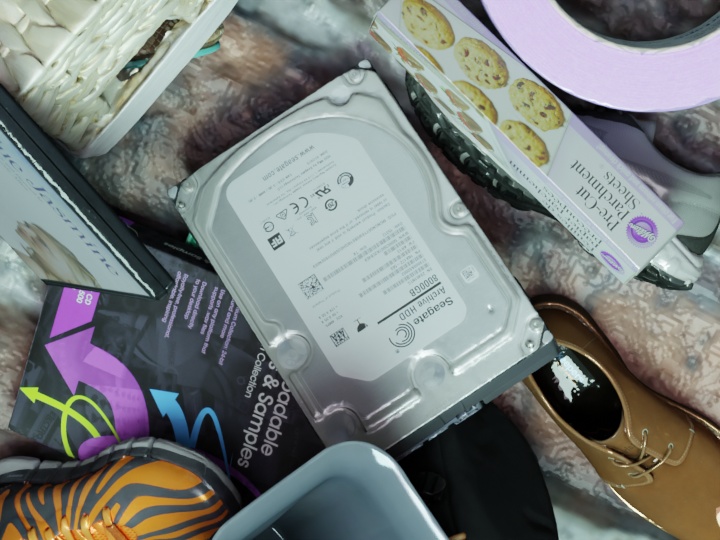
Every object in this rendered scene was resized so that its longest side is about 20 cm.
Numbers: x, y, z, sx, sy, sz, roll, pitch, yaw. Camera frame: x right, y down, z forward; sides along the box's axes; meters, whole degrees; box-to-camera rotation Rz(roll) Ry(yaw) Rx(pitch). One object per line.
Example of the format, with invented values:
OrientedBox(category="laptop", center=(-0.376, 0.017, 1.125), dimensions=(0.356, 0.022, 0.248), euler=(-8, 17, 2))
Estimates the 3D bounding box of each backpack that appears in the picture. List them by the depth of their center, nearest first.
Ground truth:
OrientedBox(category="backpack", center=(0.034, 0.189, 1.589), dimensions=(0.153, 0.164, 0.200), euler=(32, 116, -25))

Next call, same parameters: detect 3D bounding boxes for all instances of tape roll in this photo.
OrientedBox(category="tape roll", center=(0.155, -0.188, 1.497), dimensions=(0.199, 0.066, 0.202), euler=(0, 98, -1))

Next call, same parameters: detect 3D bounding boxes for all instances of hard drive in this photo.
OrientedBox(category="hard drive", center=(0.000, 0.000, 1.534), dimensions=(0.139, 0.038, 0.201), euler=(-33, 71, 0))

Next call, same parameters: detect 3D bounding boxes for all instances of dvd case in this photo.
OrientedBox(category="dvd case", center=(-0.180, -0.043, 1.481), dimensions=(0.018, 0.200, 0.143), euler=(-45, 108, -15))

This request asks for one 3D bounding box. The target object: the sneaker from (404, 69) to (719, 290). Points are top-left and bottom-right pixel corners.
OrientedBox(category="sneaker", center=(0.114, -0.067, 1.557), dimensions=(0.199, 0.074, 0.080), euler=(31, 84, -1))

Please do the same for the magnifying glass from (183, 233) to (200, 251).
OrientedBox(category="magnifying glass", center=(-0.077, 0.049, 1.627), dimensions=(0.079, 0.022, 0.201), euler=(16, 109, 5))

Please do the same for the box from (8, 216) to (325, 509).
OrientedBox(category="box", center=(-0.094, 0.064, 1.604), dimensions=(0.199, 0.036, 0.144), euler=(21, 110, 10))

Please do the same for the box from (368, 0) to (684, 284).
OrientedBox(category="box", center=(0.088, -0.078, 1.500), dimensions=(0.041, 0.039, 0.200), euler=(-43, 86, -14))

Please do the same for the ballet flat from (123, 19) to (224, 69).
OrientedBox(category="ballet flat", center=(-0.177, -0.135, 1.562), dimensions=(0.199, 0.071, 0.066), euler=(-12, 98, 7))

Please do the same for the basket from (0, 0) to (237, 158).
OrientedBox(category="basket", center=(-0.184, -0.177, 1.479), dimensions=(0.200, 0.123, 0.136), euler=(43, 94, 15))

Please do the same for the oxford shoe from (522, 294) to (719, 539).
OrientedBox(category="oxford shoe", center=(0.159, 0.102, 1.594), dimensions=(0.200, 0.071, 0.071), euler=(41, 104, -8))

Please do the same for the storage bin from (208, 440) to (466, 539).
OrientedBox(category="storage bin", center=(-0.005, 0.199, 1.454), dimensions=(0.145, 0.134, 0.201), euler=(-35, 93, -26))

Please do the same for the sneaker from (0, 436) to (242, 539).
OrientedBox(category="sneaker", center=(-0.161, 0.161, 1.584), dimensions=(0.199, 0.112, 0.078), euler=(-12, 124, 39))
